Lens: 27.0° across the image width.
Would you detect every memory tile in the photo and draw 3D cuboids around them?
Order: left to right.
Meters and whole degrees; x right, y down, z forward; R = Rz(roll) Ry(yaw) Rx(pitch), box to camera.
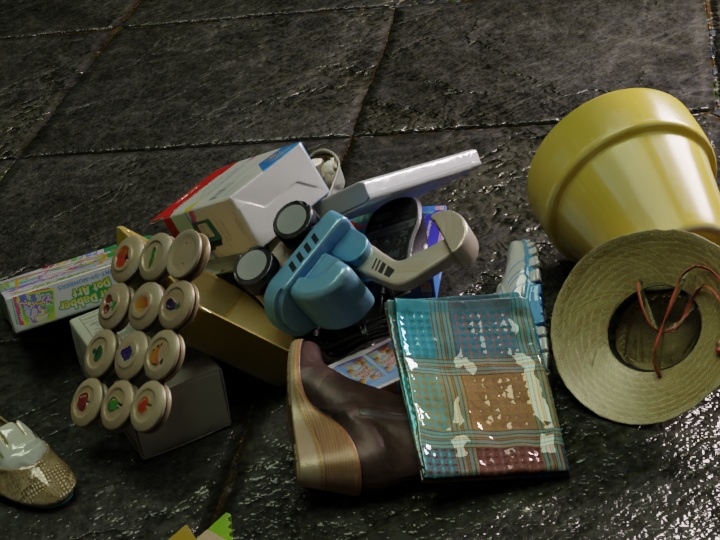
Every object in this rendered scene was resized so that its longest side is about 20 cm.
[{"bbox_3d":[-0.215,0.058,1.456,0.152,0.017,0.202,-1,70,45],"label":"memory tile"}]

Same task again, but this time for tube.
[{"bbox_3d":[-0.132,-0.031,1.755,0.052,0.058,0.200,33,24,0],"label":"tube"}]

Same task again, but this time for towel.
[{"bbox_3d":[0.108,0.105,1.403,0.145,0.022,0.201,-2,53,-12],"label":"towel"}]

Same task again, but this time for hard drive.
[{"bbox_3d":[0.028,-0.089,1.695,0.131,0.026,0.199,-23,-2,44],"label":"hard drive"}]

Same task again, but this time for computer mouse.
[{"bbox_3d":[0.013,0.015,1.616,0.140,0.046,0.201,-22,40,24],"label":"computer mouse"}]

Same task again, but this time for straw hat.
[{"bbox_3d":[0.293,0.061,1.461,0.200,0.203,0.085,11,-6,32],"label":"straw hat"}]

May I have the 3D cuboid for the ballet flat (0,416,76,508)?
[{"bbox_3d":[-0.357,0.174,1.479,0.199,0.066,0.070,17,38,38],"label":"ballet flat"}]

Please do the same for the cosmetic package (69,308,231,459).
[{"bbox_3d":[-0.220,0.104,1.554,0.104,0.072,0.200,-19,31,-19],"label":"cosmetic package"}]

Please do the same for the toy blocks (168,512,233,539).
[{"bbox_3d":[-0.118,0.295,1.187,0.136,0.101,0.200,24,42,28],"label":"toy blocks"}]

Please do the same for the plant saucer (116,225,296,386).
[{"bbox_3d":[-0.154,0.047,1.560,0.049,0.199,0.200,-55,42,5],"label":"plant saucer"}]

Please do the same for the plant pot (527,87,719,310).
[{"bbox_3d":[0.299,-0.058,1.581,0.199,0.202,0.190,-14,44,-8],"label":"plant pot"}]

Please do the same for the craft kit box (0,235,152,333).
[{"bbox_3d":[-0.311,0.012,1.706,0.198,0.049,0.197,-19,12,-16],"label":"craft kit box"}]

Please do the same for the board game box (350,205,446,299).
[{"bbox_3d":[-0.003,-0.017,1.729,0.198,0.045,0.152,-4,30,11],"label":"board game box"}]

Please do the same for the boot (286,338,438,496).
[{"bbox_3d":[0.013,0.137,1.437,0.165,0.073,0.201,-3,38,-7],"label":"boot"}]

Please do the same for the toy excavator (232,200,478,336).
[{"bbox_3d":[0.000,0.000,1.541,0.199,0.100,0.195,31,77,39],"label":"toy excavator"}]

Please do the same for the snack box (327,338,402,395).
[{"bbox_3d":[0.060,0.088,1.548,0.199,0.024,0.072,-23,34,-22],"label":"snack box"}]

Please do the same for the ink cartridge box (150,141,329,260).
[{"bbox_3d":[-0.139,-0.071,1.676,0.116,0.068,0.199,-41,17,-30],"label":"ink cartridge box"}]

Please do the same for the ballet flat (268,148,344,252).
[{"bbox_3d":[-0.067,-0.081,1.750,0.067,0.064,0.200,-1,31,16],"label":"ballet flat"}]

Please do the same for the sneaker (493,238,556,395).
[{"bbox_3d":[0.147,0.045,1.520,0.086,0.075,0.201,-8,42,9],"label":"sneaker"}]
